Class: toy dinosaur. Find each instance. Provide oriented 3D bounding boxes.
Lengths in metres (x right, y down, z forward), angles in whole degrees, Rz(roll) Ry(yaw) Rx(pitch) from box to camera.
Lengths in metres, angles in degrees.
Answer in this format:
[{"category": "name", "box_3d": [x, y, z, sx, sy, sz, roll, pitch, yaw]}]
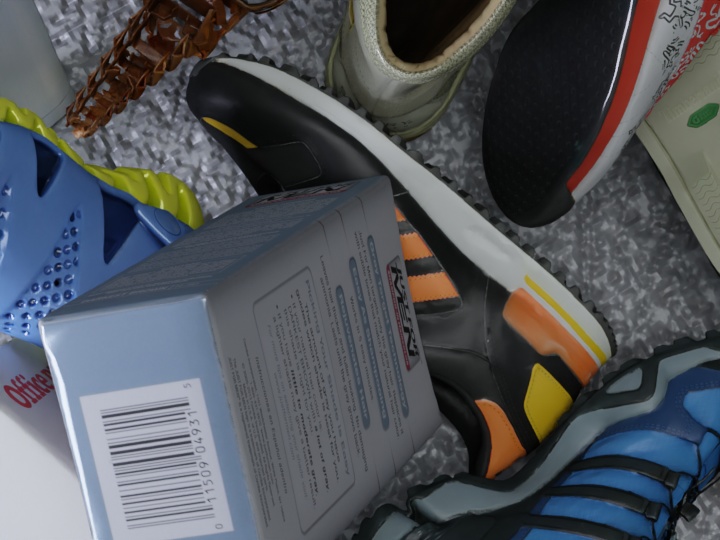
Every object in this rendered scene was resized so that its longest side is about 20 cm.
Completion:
[{"category": "toy dinosaur", "box_3d": [-0.040, -0.135, 0.914, 0.102, 0.136, 0.201, 13, 77, 6]}]

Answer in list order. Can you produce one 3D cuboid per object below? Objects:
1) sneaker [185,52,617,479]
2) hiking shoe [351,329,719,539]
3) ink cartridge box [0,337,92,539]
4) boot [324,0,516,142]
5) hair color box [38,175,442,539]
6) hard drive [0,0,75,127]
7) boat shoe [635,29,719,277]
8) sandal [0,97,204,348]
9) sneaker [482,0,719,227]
[{"category": "sneaker", "box_3d": [0.000, 0.000, 0.940, 0.200, 0.070, 0.090, 38, 81, -3]}, {"category": "hiking shoe", "box_3d": [0.096, 0.099, 0.922, 0.200, 0.074, 0.087, -30, 56, -12]}, {"category": "ink cartridge box", "box_3d": [-0.083, 0.120, 0.881, 0.200, 0.145, 0.088, 40, 95, -1]}, {"category": "boot", "box_3d": [0.044, -0.152, 0.914, 0.072, 0.155, 0.201, 22, 84, -2]}, {"category": "hair color box", "box_3d": [-0.034, 0.036, 0.826, 0.060, 0.200, 0.099, -9, 100, 19]}, {"category": "hard drive", "box_3d": [-0.169, -0.053, 0.864, 0.132, 0.200, 0.027, -38, 82, -7]}, {"category": "boat shoe", "box_3d": [0.138, -0.074, 0.967, 0.072, 0.068, 0.201, -26, 74, 16]}, {"category": "sandal", "box_3d": [-0.110, -0.003, 0.866, 0.080, 0.200, 0.087, -50, 57, 21]}, {"category": "sneaker", "box_3d": [0.124, -0.103, 0.906, 0.108, 0.067, 0.202, -4, 127, -34]}]
